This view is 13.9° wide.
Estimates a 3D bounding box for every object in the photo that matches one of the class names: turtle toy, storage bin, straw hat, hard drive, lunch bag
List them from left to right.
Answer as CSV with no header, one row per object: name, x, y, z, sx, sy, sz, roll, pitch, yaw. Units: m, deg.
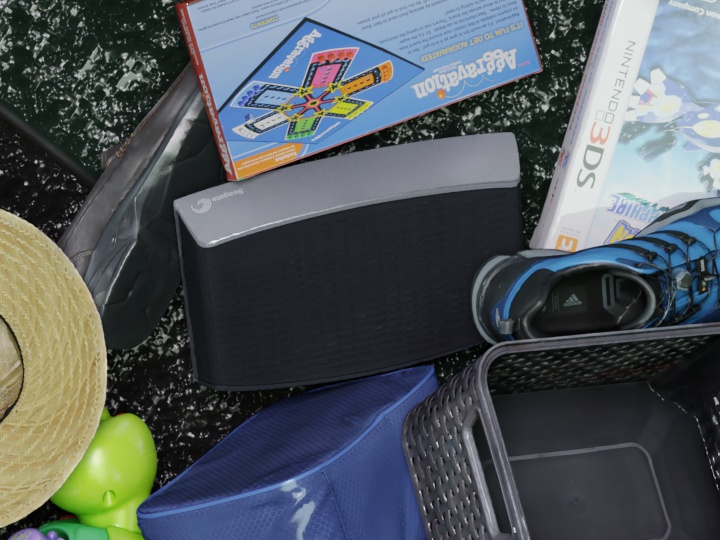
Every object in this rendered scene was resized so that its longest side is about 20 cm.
straw hat,-0.230,0.050,1.661,0.201,0.085,0.201,0,89,8
turtle toy,-0.159,0.177,1.672,0.101,0.146,0.200,24,96,13
lunch bag,-0.021,0.154,1.635,0.136,0.200,0.132,-14,104,38
hard drive,0.000,0.000,1.664,0.200,0.042,0.135,-12,122,-12
storage bin,0.138,0.111,1.598,0.200,0.094,0.135,-4,69,-31

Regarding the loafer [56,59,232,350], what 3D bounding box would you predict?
loafer,-0.119,-0.057,1.662,0.072,0.073,0.200,24,79,33

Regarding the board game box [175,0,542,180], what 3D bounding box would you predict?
board game box,0.001,-0.130,1.651,0.200,0.019,0.103,-21,101,-22

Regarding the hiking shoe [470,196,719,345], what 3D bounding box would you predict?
hiking shoe,0.165,0.012,1.641,0.200,0.087,0.074,-16,105,-9

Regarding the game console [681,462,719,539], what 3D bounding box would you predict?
game console,0.190,0.239,1.709,0.200,0.119,0.172,-54,142,-10

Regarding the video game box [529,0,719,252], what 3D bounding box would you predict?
video game box,0.219,-0.070,1.702,0.200,0.047,0.182,14,101,-7
